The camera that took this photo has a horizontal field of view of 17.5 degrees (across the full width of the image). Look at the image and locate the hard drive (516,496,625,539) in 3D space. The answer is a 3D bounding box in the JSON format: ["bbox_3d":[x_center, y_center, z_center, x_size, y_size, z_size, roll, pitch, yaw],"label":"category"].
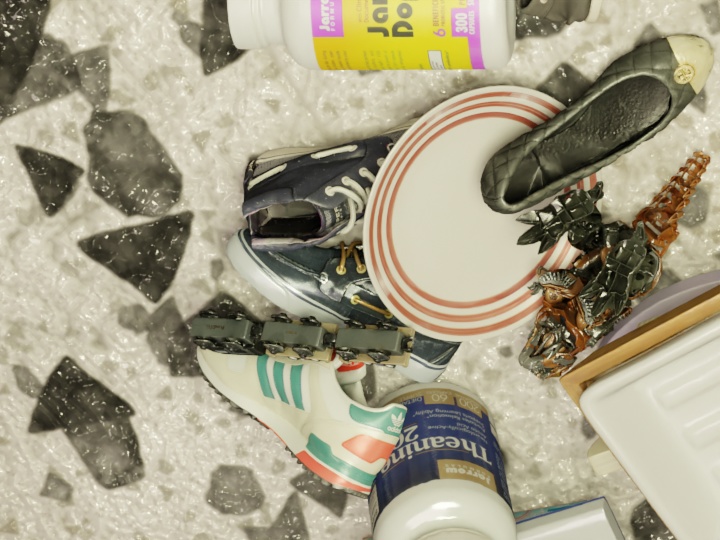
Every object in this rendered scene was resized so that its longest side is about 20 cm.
[{"bbox_3d":[0.126,0.265,1.870,0.199,0.025,0.132,-19,114,18],"label":"hard drive"}]

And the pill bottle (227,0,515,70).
[{"bbox_3d":[0.009,-0.195,1.667,0.199,0.104,0.105,0,118,9],"label":"pill bottle"}]

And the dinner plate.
[{"bbox_3d":[0.089,-0.044,1.741,0.199,0.024,0.201,-9,115,-21],"label":"dinner plate"}]

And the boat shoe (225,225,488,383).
[{"bbox_3d":[0.000,0.000,1.800,0.200,0.071,0.091,29,115,-13],"label":"boat shoe"}]

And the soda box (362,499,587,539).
[{"bbox_3d":[0.099,0.247,1.916,0.199,0.064,0.069,-11,117,15],"label":"soda box"}]

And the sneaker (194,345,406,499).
[{"bbox_3d":[-0.042,0.089,1.822,0.200,0.070,0.094,39,98,34],"label":"sneaker"}]

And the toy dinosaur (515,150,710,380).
[{"bbox_3d":[0.182,-0.009,1.746,0.102,0.136,0.201,20,87,26],"label":"toy dinosaur"}]

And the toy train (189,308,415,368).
[{"bbox_3d":[-0.041,0.054,1.771,0.199,0.034,0.046,3,160,33],"label":"toy train"}]

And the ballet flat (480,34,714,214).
[{"bbox_3d":[0.176,-0.100,1.696,0.200,0.057,0.067,-36,112,2],"label":"ballet flat"}]

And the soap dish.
[{"bbox_3d":[0.262,0.109,1.670,0.157,0.081,0.200,-30,109,24],"label":"soap dish"}]

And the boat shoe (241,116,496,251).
[{"bbox_3d":[0.004,-0.057,1.748,0.199,0.093,0.075,-11,116,14],"label":"boat shoe"}]

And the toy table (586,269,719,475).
[{"bbox_3d":[0.264,0.086,1.772,0.200,0.117,0.184,-35,108,25],"label":"toy table"}]

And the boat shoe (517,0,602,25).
[{"bbox_3d":[0.148,-0.262,1.626,0.057,0.067,0.201,-1,122,-9],"label":"boat shoe"}]

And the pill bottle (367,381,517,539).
[{"bbox_3d":[0.062,0.184,1.801,0.110,0.200,0.112,-2,123,-4],"label":"pill bottle"}]
